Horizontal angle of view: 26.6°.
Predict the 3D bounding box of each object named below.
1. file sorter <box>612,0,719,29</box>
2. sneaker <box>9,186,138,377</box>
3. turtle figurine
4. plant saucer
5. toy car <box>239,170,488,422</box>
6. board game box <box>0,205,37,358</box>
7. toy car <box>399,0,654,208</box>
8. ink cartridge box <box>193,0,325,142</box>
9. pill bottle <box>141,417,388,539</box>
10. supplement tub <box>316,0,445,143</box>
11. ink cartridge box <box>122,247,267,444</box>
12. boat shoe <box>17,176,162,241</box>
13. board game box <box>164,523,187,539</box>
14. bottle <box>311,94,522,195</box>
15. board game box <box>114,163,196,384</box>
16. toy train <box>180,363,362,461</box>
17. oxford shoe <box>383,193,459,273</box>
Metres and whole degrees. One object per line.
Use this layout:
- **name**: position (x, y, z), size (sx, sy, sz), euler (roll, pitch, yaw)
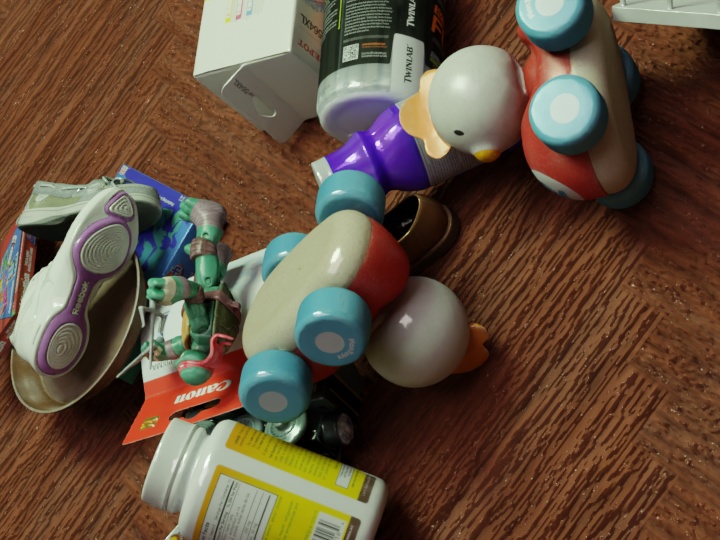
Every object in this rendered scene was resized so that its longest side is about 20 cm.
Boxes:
- **file sorter**: position (0.327, -0.276, 1.263), size (0.199, 0.138, 0.126), euler (13, 120, 39)
- **sneaker**: position (-0.296, 0.002, 1.527), size (0.099, 0.075, 0.201), euler (21, 82, 48)
- **turtle figurine**: position (-0.159, 0.040, 1.415), size (0.150, 0.100, 0.201), euler (116, 166, -50)
- **plant saucer**: position (-0.285, 0.057, 1.567), size (0.199, 0.034, 0.202), euler (-24, 51, 33)
- **toy car**: position (0.016, 0.054, 1.333), size (0.177, 0.199, 0.185), euler (-46, 24, 36)
- **board game box**: position (-0.392, 0.020, 1.685), size (0.103, 0.019, 0.201), euler (-51, 28, 28)
- **toy car**: position (0.130, -0.134, 1.310), size (0.198, 0.184, 0.179), euler (-13, 71, 22)
- **ink cartridge box**: position (-0.080, -0.248, 1.580), size (0.124, 0.128, 0.202), euler (-10, 63, 31)
- **pill bottle**: position (-0.083, 0.199, 1.315), size (0.199, 0.109, 0.110), euler (21, 78, 2)
- **supplement tub**: position (0.022, -0.231, 1.501), size (0.122, 0.122, 0.202), euler (-11, 62, 31)
- **ink cartridge box**: position (-0.150, 0.069, 1.472), size (0.159, 0.047, 0.201), euler (-19, 29, 27)
- **boat shoe**: position (-0.289, -0.074, 1.623), size (0.201, 0.074, 0.065), euler (-7, 67, 42)
- **board game box**: position (-0.146, 0.305, 1.344), size (0.126, 0.035, 0.200), euler (35, 69, 15)
- **bottle**: position (0.053, -0.117, 1.409), size (0.199, 0.084, 0.065), euler (-24, 28, -3)
- **board game box**: position (-0.250, 0.001, 1.633), size (0.152, 0.045, 0.201), euler (26, 85, 41)
- **toy train**: position (-0.086, 0.139, 1.429), size (0.199, 0.085, 0.115), euler (-13, 48, 33)
- **oxford shoe**: position (0.000, 0.000, 1.439), size (0.200, 0.071, 0.071), euler (-47, 51, 9)
